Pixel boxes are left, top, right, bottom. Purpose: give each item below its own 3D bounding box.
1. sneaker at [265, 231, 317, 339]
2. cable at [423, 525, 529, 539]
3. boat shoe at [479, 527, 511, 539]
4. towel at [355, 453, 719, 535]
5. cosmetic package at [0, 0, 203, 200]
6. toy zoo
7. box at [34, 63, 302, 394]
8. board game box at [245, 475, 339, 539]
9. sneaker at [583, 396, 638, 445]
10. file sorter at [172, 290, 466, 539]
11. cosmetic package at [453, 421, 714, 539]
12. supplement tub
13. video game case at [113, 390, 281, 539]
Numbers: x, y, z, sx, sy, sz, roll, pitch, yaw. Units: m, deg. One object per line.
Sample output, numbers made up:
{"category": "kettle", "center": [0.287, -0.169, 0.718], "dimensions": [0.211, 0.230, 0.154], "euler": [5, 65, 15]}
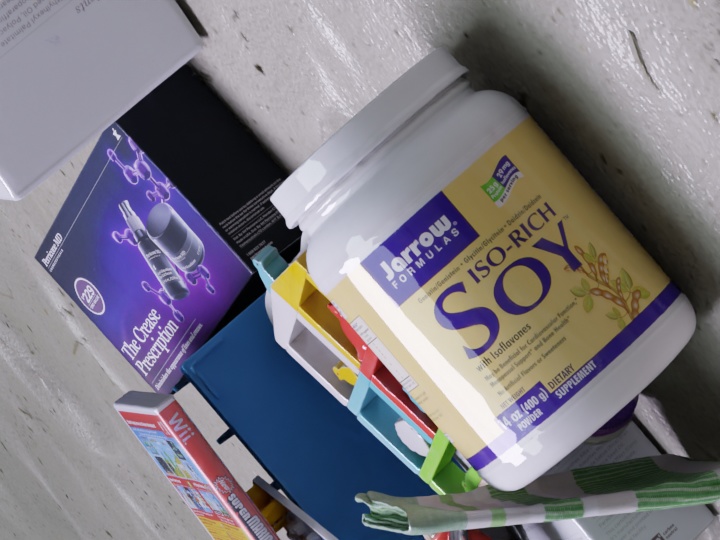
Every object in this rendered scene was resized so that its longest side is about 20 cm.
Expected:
{"category": "sneaker", "center": [0.000, 0.000, 1.782], "dimensions": [0.078, 0.079, 0.200], "euler": [44, 158, 5]}
{"category": "cable", "center": [0.099, 0.195, 1.739], "dimensions": [0.199, 0.098, 0.050], "euler": [24, -177, -23]}
{"category": "boat shoe", "center": [0.074, 0.203, 2.021], "dimensions": [0.093, 0.075, 0.200], "euler": [57, 164, -22]}
{"category": "towel", "center": [0.107, 0.122, 1.605], "dimensions": [0.153, 0.199, 0.024], "euler": [170, 95, -79]}
{"category": "cosmetic package", "center": [-0.239, -0.171, 1.869], "dimensions": [0.200, 0.165, 0.165], "euler": [55, 162, -17]}
{"category": "toy zoo", "center": [0.010, 0.058, 1.729], "dimensions": [0.200, 0.020, 0.131], "euler": [43, 159, 10]}
{"category": "box", "center": [-0.124, -0.022, 1.964], "dimensions": [0.141, 0.079, 0.200], "euler": [49, 146, 9]}
{"category": "board game box", "center": [0.015, 0.239, 1.864], "dimensions": [0.200, 0.026, 0.200], "euler": [33, 159, 55]}
{"category": "sneaker", "center": [0.082, 0.019, 1.648], "dimensions": [0.200, 0.081, 0.083], "euler": [42, 132, -8]}
{"category": "file sorter", "center": [-0.011, 0.102, 1.925], "dimensions": [0.200, 0.139, 0.123], "euler": [50, 164, 0]}
{"category": "cosmetic package", "center": [0.108, 0.101, 1.748], "dimensions": [0.200, 0.071, 0.101], "euler": [49, 161, 0]}
{"category": "supplement tub", "center": [0.063, -0.002, 1.536], "dimensions": [0.200, 0.145, 0.145], "euler": [49, 162, 1]}
{"category": "video game case", "center": [-0.081, 0.161, 1.874], "dimensions": [0.200, 0.017, 0.143], "euler": [54, 167, -8]}
